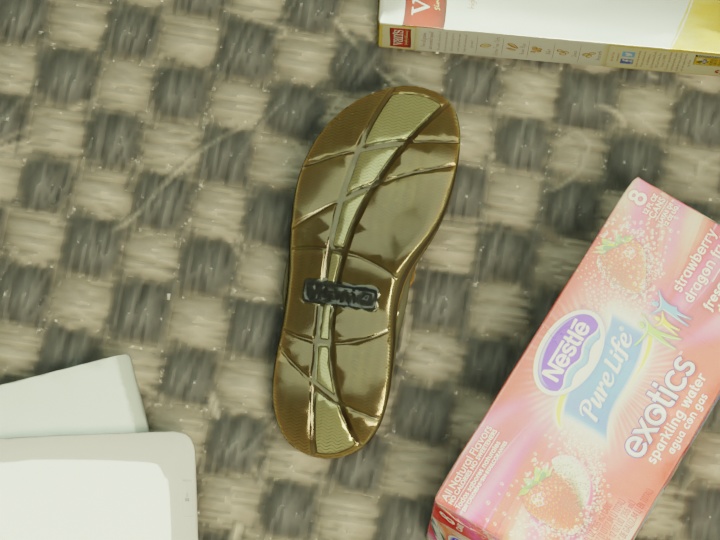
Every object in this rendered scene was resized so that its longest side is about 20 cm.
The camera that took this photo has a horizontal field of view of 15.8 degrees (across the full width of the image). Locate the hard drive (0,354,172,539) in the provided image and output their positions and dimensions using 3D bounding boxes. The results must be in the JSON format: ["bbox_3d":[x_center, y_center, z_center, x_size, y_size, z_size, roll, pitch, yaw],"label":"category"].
[{"bbox_3d":[-0.157,0.154,1.317,0.132,0.026,0.200,-14,74,-6],"label":"hard drive"}]

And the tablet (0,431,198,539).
[{"bbox_3d":[-0.144,0.180,1.289,0.130,0.014,0.200,-2,73,-2],"label":"tablet"}]

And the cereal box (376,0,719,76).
[{"bbox_3d":[0.113,-0.185,1.421,0.200,0.040,0.144,5,73,0],"label":"cereal box"}]

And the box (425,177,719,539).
[{"bbox_3d":[0.124,0.068,1.311,0.095,0.103,0.200,31,75,8],"label":"box"}]

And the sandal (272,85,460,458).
[{"bbox_3d":[0.000,0.000,1.359,0.080,0.054,0.200,12,87,8],"label":"sandal"}]
